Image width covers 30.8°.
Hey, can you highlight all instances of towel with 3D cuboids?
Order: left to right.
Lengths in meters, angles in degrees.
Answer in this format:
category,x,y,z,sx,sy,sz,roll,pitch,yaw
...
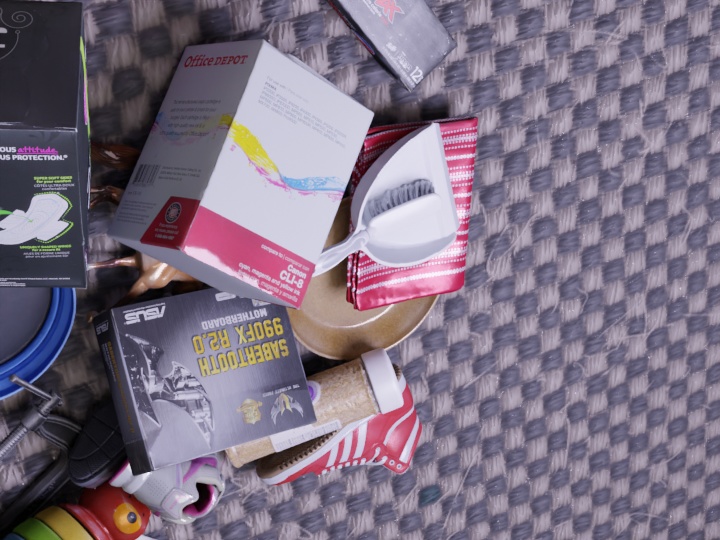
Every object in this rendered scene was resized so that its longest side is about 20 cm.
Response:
category,x,y,z,sx,sy,sz,roll,pitch,yaw
towel,0.055,-0.058,1.368,0.143,0.022,0.202,-10,119,-24

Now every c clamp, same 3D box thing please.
category,x,y,z,sx,sy,sz,roll,pitch,yaw
c clamp,-0.358,0.198,1.317,0.200,0.027,0.171,-49,145,4

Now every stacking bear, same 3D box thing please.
category,x,y,z,sx,sy,sz,roll,pitch,yaw
stacking bear,-0.298,0.287,1.330,0.200,0.113,0.122,-41,109,-27

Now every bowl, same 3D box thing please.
category,x,y,z,sx,sy,sz,roll,pitch,yaw
bowl,-0.370,0.032,1.228,0.199,0.039,0.202,-12,120,-21

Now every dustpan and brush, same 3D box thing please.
category,x,y,z,sx,sy,sz,roll,pitch,yaw
dustpan and brush,0.017,-0.046,1.302,0.199,0.057,0.141,-25,124,-15

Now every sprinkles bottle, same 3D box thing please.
category,x,y,z,sx,sy,sz,roll,pitch,yaw
sprinkles bottle,-0.055,0.149,1.412,0.198,0.068,0.069,-21,124,-2

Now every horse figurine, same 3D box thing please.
category,x,y,z,sx,sy,sz,roll,pitch,yaw
horse figurine,-0.217,-0.039,1.262,0.131,0.050,0.202,-18,120,-22

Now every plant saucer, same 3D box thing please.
category,x,y,z,sx,sy,sz,roll,pitch,yaw
plant saucer,0.000,0.000,1.405,0.198,0.035,0.202,-13,120,-22

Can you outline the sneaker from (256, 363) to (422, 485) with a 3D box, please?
category,x,y,z,sx,sy,sz,roll,pitch,yaw
sneaker,-0.016,0.205,1.483,0.199,0.071,0.113,-34,123,-10

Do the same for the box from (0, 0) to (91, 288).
category,x,y,z,sx,sy,sz,roll,pitch,yaw
box,-0.287,-0.102,1.077,0.123,0.150,0.201,0,143,-10

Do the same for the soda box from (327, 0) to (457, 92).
category,x,y,z,sx,sy,sz,roll,pitch,yaw
soda box,0.007,-0.268,1.250,0.071,0.063,0.200,-44,127,0

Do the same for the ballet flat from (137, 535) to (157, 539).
category,x,y,z,sx,sy,sz,roll,pitch,yaw
ballet flat,-0.254,0.321,1.425,0.199,0.069,0.070,23,104,-34

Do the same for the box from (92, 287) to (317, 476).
category,x,y,z,sx,sy,sz,roll,pitch,yaw
box,-0.151,0.100,1.291,0.199,0.048,0.160,-11,82,-38

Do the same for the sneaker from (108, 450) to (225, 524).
category,x,y,z,sx,sy,sz,roll,pitch,yaw
sneaker,-0.182,0.219,1.349,0.082,0.088,0.200,-50,168,11

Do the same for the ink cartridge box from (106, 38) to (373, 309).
category,x,y,z,sx,sy,sz,roll,pitch,yaw
ink cartridge box,-0.109,-0.090,1.197,0.144,0.145,0.202,27,80,-36

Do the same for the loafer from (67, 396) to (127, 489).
category,x,y,z,sx,sy,sz,roll,pitch,yaw
loafer,-0.219,0.145,1.342,0.201,0.072,0.063,-54,140,-6
